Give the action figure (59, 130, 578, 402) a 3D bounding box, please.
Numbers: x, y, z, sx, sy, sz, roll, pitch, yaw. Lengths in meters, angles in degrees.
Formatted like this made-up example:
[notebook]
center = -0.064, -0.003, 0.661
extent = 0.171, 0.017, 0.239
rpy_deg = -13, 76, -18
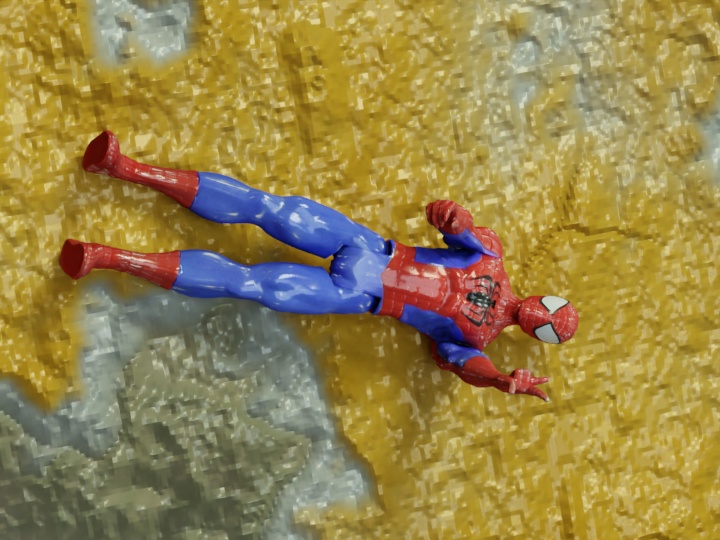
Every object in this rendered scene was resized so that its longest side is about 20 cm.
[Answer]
[action figure]
center = 0.000, 0.000, 0.933
extent = 0.200, 0.099, 0.065
rpy_deg = 14, 87, -21
